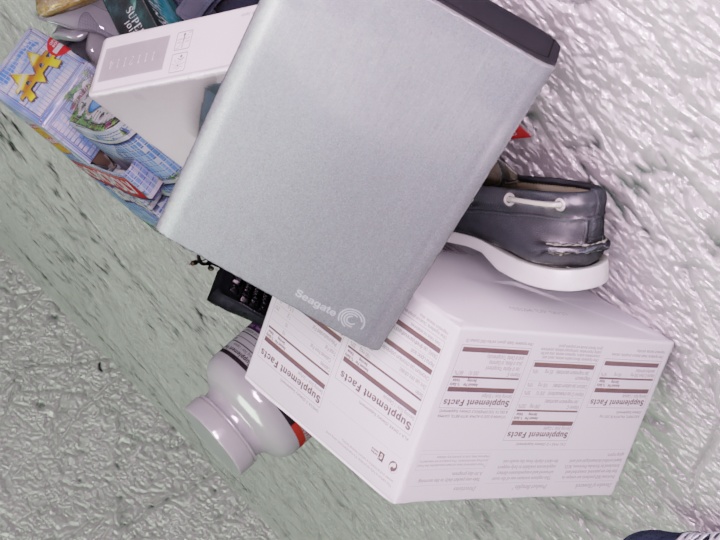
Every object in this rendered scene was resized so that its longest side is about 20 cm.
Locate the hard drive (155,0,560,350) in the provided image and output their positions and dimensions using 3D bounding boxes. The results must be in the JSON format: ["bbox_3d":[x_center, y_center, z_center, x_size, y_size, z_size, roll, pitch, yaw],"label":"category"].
[{"bbox_3d":[-0.007,-0.065,0.774,0.138,0.033,0.201,28,127,-3],"label":"hard drive"}]

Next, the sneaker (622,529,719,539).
[{"bbox_3d":[0.240,0.202,1.050,0.199,0.070,0.109,18,151,50],"label":"sneaker"}]

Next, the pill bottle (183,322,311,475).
[{"bbox_3d":[-0.058,0.086,1.361,0.112,0.200,0.113,44,164,16],"label":"pill bottle"}]

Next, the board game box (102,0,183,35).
[{"bbox_3d":[-0.136,-0.169,1.050,0.201,0.028,0.135,61,-169,28],"label":"board game box"}]

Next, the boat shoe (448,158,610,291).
[{"bbox_3d":[0.075,-0.045,0.928,0.199,0.075,0.061,20,116,42],"label":"boat shoe"}]

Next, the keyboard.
[{"bbox_3d":[-0.083,-0.007,1.211,0.103,0.040,0.200,23,-167,-6],"label":"keyboard"}]

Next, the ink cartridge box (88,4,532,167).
[{"bbox_3d":[-0.026,-0.090,0.885,0.198,0.045,0.176,-5,153,36],"label":"ink cartridge box"}]

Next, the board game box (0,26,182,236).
[{"bbox_3d":[-0.172,-0.091,1.130,0.199,0.062,0.200,40,172,-29],"label":"board game box"}]

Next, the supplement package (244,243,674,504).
[{"bbox_3d":[0.060,0.055,0.938,0.199,0.112,0.155,7,-160,-43],"label":"supplement package"}]

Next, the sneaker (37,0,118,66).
[{"bbox_3d":[-0.217,-0.230,1.211,0.200,0.115,0.075,40,162,30],"label":"sneaker"}]

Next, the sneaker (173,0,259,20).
[{"bbox_3d":[-0.079,-0.168,1.006,0.200,0.078,0.080,52,171,38],"label":"sneaker"}]

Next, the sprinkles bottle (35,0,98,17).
[{"bbox_3d":[-0.237,-0.289,1.107,0.068,0.068,0.202,5,115,68],"label":"sprinkles bottle"}]
